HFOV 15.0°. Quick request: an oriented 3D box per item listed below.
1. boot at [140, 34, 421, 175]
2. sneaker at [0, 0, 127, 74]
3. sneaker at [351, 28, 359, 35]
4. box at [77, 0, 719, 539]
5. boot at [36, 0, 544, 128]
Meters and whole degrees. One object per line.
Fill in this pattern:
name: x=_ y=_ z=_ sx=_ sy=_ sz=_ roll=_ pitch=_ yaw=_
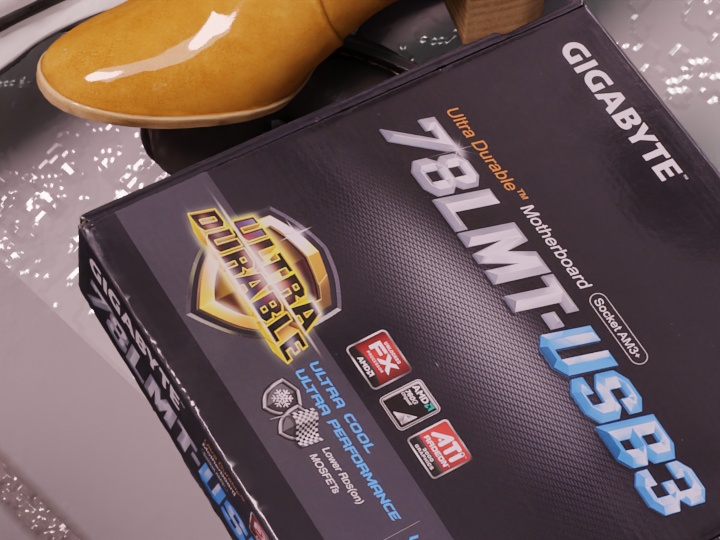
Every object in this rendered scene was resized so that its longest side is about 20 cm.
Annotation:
boot: x=0.000 y=0.000 z=0.960 sx=0.200 sy=0.069 sz=0.174 roll=2 pitch=49 yaw=16
sneaker: x=-0.126 y=-0.144 z=0.993 sx=0.200 sy=0.115 sz=0.076 roll=-36 pitch=49 yaw=-6
sneaker: x=0.023 y=-0.131 z=1.033 sx=0.200 sy=0.070 sz=0.109 roll=4 pitch=65 yaw=25
box: x=0.041 y=0.029 z=0.875 sx=0.198 sy=0.050 sz=0.200 roll=-25 pitch=64 yaw=-18
boot: x=-0.018 y=-0.132 z=0.936 sx=0.201 sy=0.144 sz=0.071 roll=-14 pitch=45 yaw=-16
